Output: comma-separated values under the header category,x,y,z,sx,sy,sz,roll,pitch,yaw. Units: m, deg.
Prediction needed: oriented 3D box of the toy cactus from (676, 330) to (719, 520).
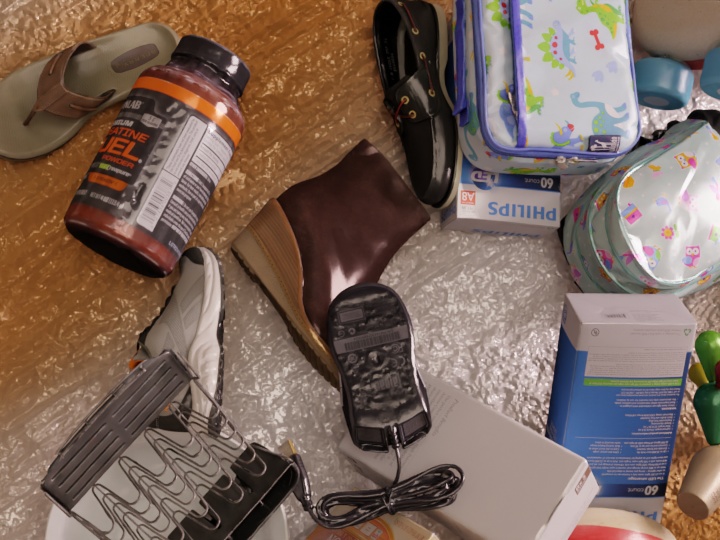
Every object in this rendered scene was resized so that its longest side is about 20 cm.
category,x,y,z,sx,sy,sz,roll,pitch,yaw
toy cactus,0.335,0.157,1.202,0.165,0.102,0.201,-44,124,-37

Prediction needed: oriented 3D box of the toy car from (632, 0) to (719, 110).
category,x,y,z,sx,sy,sz,roll,pitch,yaw
toy car,0.381,-0.227,1.311,0.199,0.176,0.186,21,79,-35

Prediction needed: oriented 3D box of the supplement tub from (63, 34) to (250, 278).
category,x,y,z,sx,sy,sz,roll,pitch,yaw
supplement tub,-0.170,-0.103,1.193,0.106,0.107,0.202,26,76,-4

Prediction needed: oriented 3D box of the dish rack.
category,x,y,z,sx,sy,sz,roll,pitch,yaw
dish rack,-0.142,0.156,1.025,0.054,0.201,0.154,31,72,36

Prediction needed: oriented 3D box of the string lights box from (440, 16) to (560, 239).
category,x,y,z,sx,sy,sz,roll,pitch,yaw
string lights box,0.131,-0.136,1.276,0.102,0.059,0.202,4,79,-12

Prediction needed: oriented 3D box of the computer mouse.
category,x,y,z,sx,sy,sz,roll,pitch,yaw
computer mouse,-0.006,0.118,1.141,0.139,0.046,0.202,-18,71,-3

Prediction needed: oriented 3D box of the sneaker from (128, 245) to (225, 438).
category,x,y,z,sx,sy,sz,roll,pitch,yaw
sneaker,-0.151,0.052,1.146,0.078,0.074,0.201,2,42,-4

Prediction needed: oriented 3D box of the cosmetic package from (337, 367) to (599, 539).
category,x,y,z,sx,sy,sz,roll,pitch,yaw
cosmetic package,0.090,0.167,1.157,0.199,0.074,0.102,29,75,30

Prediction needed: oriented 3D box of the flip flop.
category,x,y,z,sx,sy,sz,roll,pitch,yaw
flip flop,-0.247,-0.167,1.215,0.199,0.058,0.082,-27,85,-14

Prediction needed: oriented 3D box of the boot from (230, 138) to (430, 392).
category,x,y,z,sx,sy,sz,roll,pitch,yaw
boot,0.000,0.000,1.220,0.166,0.072,0.201,-35,84,-12

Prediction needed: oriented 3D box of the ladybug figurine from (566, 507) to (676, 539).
category,x,y,z,sx,sy,sz,roll,pitch,yaw
ladybug figurine,0.191,0.272,1.177,0.198,0.072,0.137,-6,120,-4

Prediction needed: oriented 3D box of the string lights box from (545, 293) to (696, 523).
category,x,y,z,sx,sy,sz,roll,pitch,yaw
string lights box,0.219,0.124,1.189,0.101,0.059,0.202,1,114,-8

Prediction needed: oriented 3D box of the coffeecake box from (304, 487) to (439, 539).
category,x,y,z,sx,sy,sz,roll,pitch,yaw
coffeecake box,-0.023,0.289,1.115,0.200,0.153,0.073,-45,111,-14

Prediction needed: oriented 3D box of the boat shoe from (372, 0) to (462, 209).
category,x,y,z,sx,sy,sz,roll,pitch,yaw
boat shoe,0.049,-0.153,1.252,0.063,0.073,0.204,3,72,-32

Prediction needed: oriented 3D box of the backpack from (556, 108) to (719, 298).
category,x,y,z,sx,sy,sz,roll,pitch,yaw
backpack,0.278,-0.050,1.246,0.199,0.127,0.168,-28,81,-23

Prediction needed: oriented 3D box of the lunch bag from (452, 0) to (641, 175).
category,x,y,z,sx,sy,sz,roll,pitch,yaw
lunch bag,0.161,-0.186,1.218,0.159,0.082,0.202,2,78,-14

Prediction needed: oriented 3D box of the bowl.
category,x,y,z,sx,sy,sz,roll,pitch,yaw
bowl,-0.161,0.230,1.141,0.199,0.090,0.204,2,79,-9
